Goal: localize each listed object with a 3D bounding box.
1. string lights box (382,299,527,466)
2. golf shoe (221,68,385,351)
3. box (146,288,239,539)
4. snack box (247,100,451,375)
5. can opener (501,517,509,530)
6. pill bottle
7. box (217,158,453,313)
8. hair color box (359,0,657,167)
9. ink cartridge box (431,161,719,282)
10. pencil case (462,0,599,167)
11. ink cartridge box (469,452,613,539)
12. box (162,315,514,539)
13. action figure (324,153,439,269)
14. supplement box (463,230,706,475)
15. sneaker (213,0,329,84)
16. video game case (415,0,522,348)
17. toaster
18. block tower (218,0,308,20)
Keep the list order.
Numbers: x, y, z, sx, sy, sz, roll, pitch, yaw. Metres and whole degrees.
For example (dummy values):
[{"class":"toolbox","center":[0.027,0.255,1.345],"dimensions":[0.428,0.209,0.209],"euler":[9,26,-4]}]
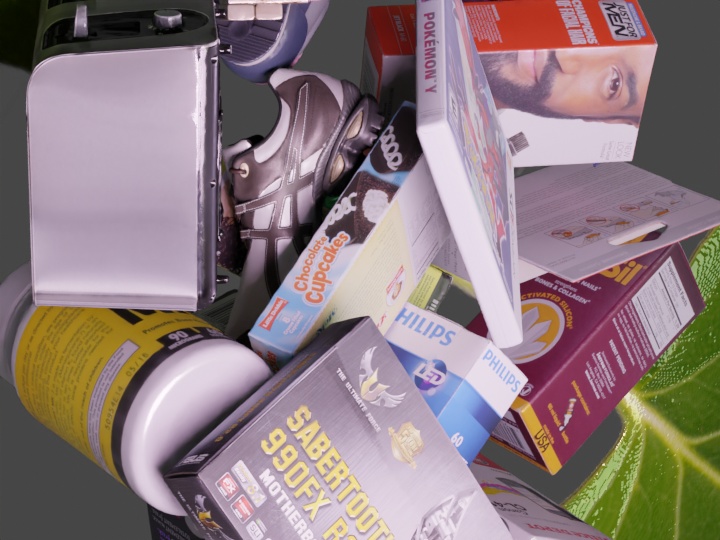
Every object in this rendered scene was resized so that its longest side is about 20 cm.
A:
[{"class":"string lights box","center":[0.012,0.124,1.379],"dimensions":[0.201,0.102,0.059],"euler":[-54,133,-10]},{"class":"golf shoe","center":[-0.061,-0.040,1.369],"dimensions":[0.094,0.078,0.201],"euler":[25,88,-6]},{"class":"box","center":[-0.084,0.135,1.456],"dimensions":[0.106,0.122,0.201],"euler":[-25,125,-33]},{"class":"snack box","center":[0.000,0.000,1.352],"dimensions":[0.201,0.037,0.116],"euler":[-57,156,-24]},{"class":"can opener","center":[0.018,0.215,1.328],"dimensions":[0.199,0.054,0.067],"euler":[-13,149,-38]},{"class":"pill bottle","center":[-0.152,0.066,1.307],"dimensions":[0.114,0.199,0.115],"euler":[-20,122,-35]},{"class":"box","center":[-0.034,-0.009,1.446],"dimensions":[0.199,0.050,0.076],"euler":[27,90,-28]},{"class":"hair color box","center":[0.102,-0.133,1.466],"dimensions":[0.198,0.064,0.111],"euler":[-5,134,-11]},{"class":"ink cartridge box","center":[0.172,-0.029,1.578],"dimensions":[0.199,0.173,0.044],"euler":[-20,122,-35]},{"class":"pencil case","center":[0.132,-0.166,1.547],"dimensions":[0.093,0.091,0.200],"euler":[-31,135,17]},{"class":"ink cartridge box","center":[0.096,0.208,1.599],"dimensions":[0.147,0.199,0.086],"euler":[17,98,-46]},{"class":"box","center":[-0.004,0.155,1.245],"dimensions":[0.158,0.048,0.201],"euler":[-40,106,-31]},{"class":"action figure","center":[0.018,0.010,1.541],"dimensions":[0.117,0.055,0.201],"euler":[-17,119,-28]},{"class":"supplement box","center":[0.170,0.052,1.659],"dimensions":[0.200,0.110,0.086],"euler":[-46,133,-18]},{"class":"sneaker","center":[-0.038,-0.219,1.390],"dimensions":[0.201,0.070,0.082],"euler":[-60,161,-7]},{"class":"video game case","center":[0.072,-0.081,1.338],"dimensions":[0.023,0.183,0.201],"euler":[-12,134,13]},{"class":"toaster","center":[-0.140,-0.077,1.251],"dimensions":[0.118,0.181,0.201],"euler":[0,114,-5]},{"class":"block tower","center":[-0.064,-0.261,1.298],"dimensions":[0.054,0.058,0.202],"euler":[-2,97,-11]}]
